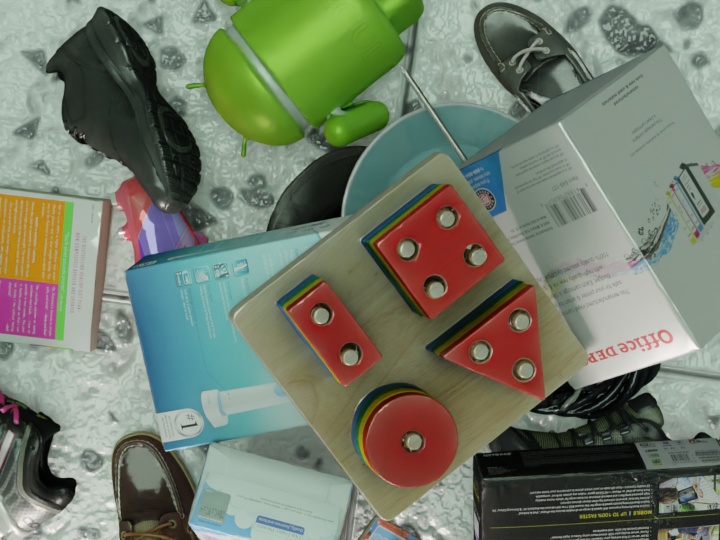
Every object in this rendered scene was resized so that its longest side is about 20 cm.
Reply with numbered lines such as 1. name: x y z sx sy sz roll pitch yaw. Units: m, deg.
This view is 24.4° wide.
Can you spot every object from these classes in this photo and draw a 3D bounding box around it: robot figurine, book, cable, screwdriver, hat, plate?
1. robot figurine: -0.044 -0.185 1.378 0.200 0.116 0.176 -38 82 2
2. book: -0.320 -0.007 1.428 0.200 0.048 0.134 7 94 3
3. cable: 0.177 0.024 1.400 0.163 0.051 0.200 5 90 3
4. screwdriver: 0.086 -0.079 1.330 0.200 0.028 0.029 52 49 -9
5. hat: 0.000 0.000 1.389 0.200 0.081 0.201 1 87 -12
6. plate: 0.080 -0.036 1.355 0.200 0.026 0.200 1 86 -13

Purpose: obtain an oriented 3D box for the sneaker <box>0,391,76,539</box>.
1. sneaker: -0.302 0.130 1.413 0.087 0.074 0.200 -23 95 2

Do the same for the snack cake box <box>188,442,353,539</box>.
1. snack cake box: -0.070 0.197 1.334 0.115 0.200 0.067 14 76 2

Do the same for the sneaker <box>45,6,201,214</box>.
1. sneaker: -0.200 -0.123 1.399 0.091 0.076 0.200 -33 62 13

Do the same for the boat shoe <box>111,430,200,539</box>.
1. boat shoe: -0.168 0.235 1.406 0.072 0.072 0.200 -12 90 3

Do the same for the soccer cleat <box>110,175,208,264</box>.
1. soccer cleat: -0.154 0.011 1.412 0.076 0.067 0.200 -16 87 -2

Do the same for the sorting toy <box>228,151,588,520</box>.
1. sorting toy: 0.044 0.052 1.210 0.200 0.070 0.199 -38 103 -7

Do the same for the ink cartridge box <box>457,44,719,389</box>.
1. ink cartridge box: 0.198 -0.038 1.283 0.145 0.147 0.200 -37 98 -37

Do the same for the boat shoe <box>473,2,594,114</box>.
1. boat shoe: 0.170 -0.149 1.397 0.067 0.057 0.200 -39 88 2

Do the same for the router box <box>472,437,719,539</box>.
1. router box: 0.192 0.216 1.337 0.200 0.051 0.149 -3 111 -3

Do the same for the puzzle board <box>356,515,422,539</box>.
1. puzzle board: 0.037 0.300 1.364 0.200 0.017 0.151 35 92 -37

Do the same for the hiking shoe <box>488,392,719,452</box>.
1. hiking shoe: 0.207 0.144 1.388 0.200 0.076 0.101 15 95 -7

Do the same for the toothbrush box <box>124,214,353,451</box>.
1. toothbrush box: -0.065 0.044 1.288 0.200 0.085 0.147 -12 98 6
